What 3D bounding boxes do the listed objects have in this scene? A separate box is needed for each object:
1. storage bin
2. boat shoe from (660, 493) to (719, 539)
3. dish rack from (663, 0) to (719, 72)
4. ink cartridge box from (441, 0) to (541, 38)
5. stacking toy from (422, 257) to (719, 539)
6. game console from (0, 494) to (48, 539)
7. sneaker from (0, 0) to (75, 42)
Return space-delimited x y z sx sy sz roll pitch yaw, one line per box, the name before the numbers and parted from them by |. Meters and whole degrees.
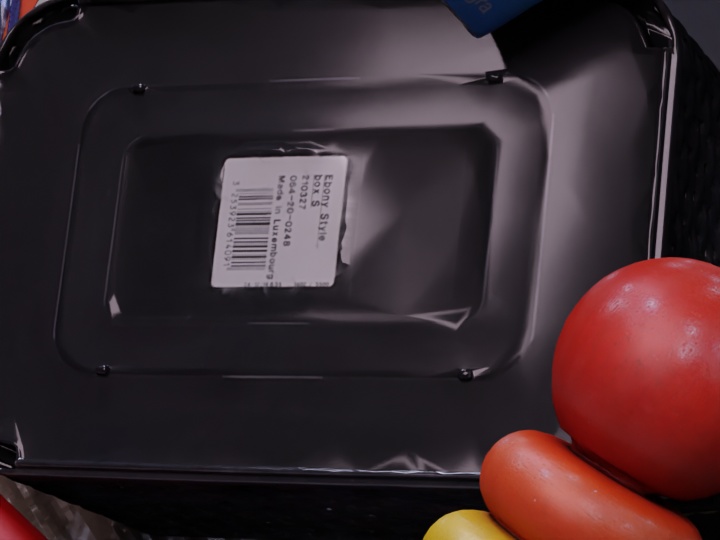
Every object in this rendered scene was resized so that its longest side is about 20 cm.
storage bin | 0.000 0.000 0.776 0.200 0.094 0.135 0 75 23
boat shoe | 0.142 0.081 0.663 0.200 0.074 0.060 10 36 4
dish rack | 0.103 -0.095 0.873 0.172 0.044 0.200 -32 46 -3
ink cartridge box | 0.079 -0.174 0.709 0.200 0.084 0.146 -30 42 18
stacking toy | 0.034 0.089 0.635 0.085 0.085 0.200 36 97 40
game console | -0.164 0.143 0.725 0.200 0.119 0.172 -27 56 -38
sneaker | -0.086 -0.064 0.910 0.078 0.075 0.200 2 63 32
